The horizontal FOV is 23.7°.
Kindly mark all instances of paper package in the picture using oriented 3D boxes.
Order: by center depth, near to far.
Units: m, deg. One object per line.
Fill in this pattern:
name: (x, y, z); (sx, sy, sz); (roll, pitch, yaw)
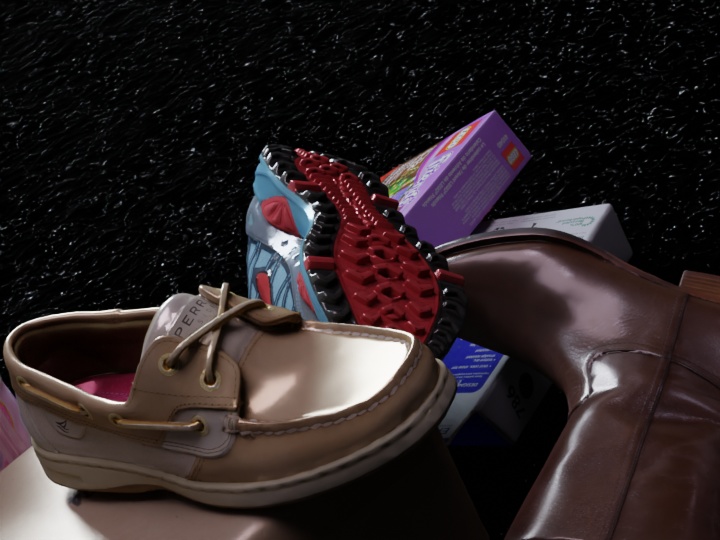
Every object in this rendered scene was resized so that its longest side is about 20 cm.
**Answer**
paper package: (-0.075, 0.126, 0.700); (0.200, 0.104, 0.190); (-40, 27, -26)

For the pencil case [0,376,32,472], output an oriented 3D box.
pencil case: (-0.166, 0.110, 0.805); (0.087, 0.200, 0.088); (-27, 26, 15)

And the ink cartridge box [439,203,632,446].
ink cartridge box: (0.059, 0.040, 0.892); (0.099, 0.039, 0.200); (-6, 32, 41)

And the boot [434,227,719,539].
boot: (0.082, 0.069, 0.740); (0.186, 0.064, 0.200); (5, 40, 20)

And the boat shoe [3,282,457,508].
boat shoe: (-0.060, 0.041, 0.643); (0.199, 0.069, 0.074); (-8, 32, 34)

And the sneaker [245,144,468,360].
sneaker: (-0.009, 0.019, 0.807); (0.079, 0.096, 0.200); (10, 24, -18)

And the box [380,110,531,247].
box: (0.000, 0.000, 0.983); (0.137, 0.039, 0.200); (-27, 18, 51)
